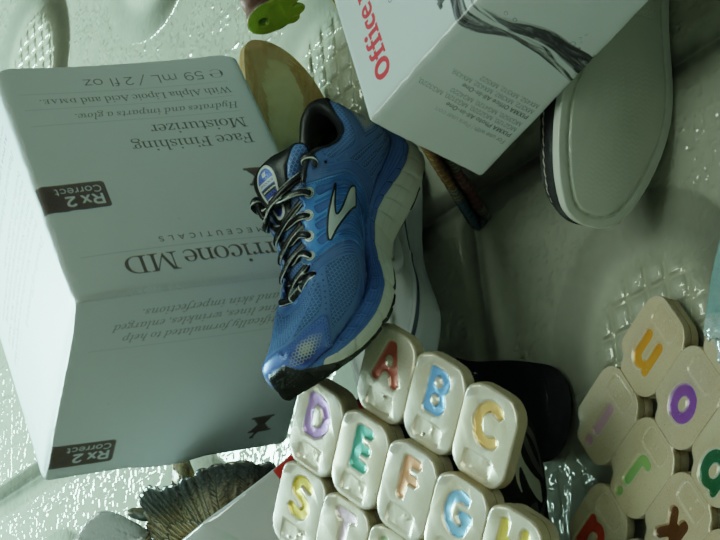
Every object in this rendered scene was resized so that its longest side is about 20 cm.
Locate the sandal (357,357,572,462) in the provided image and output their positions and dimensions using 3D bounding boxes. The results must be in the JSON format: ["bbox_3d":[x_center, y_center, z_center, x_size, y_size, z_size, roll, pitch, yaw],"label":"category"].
[{"bbox_3d":[0.047,0.082,1.141,0.200,0.043,0.077,-18,69,55],"label":"sandal"}]

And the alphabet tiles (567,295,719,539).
[{"bbox_3d":[0.174,0.110,0.964,0.196,0.015,0.201,-62,38,29],"label":"alphabet tiles"}]

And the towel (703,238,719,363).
[{"bbox_3d":[0.240,-0.039,0.856,0.171,0.048,0.202,13,91,54],"label":"towel"}]

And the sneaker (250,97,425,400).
[{"bbox_3d":[-0.029,-0.016,1.062,0.078,0.089,0.201,-35,29,39],"label":"sneaker"}]

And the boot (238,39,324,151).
[{"bbox_3d":[-0.072,-0.042,1.326,0.144,0.070,0.202,-48,50,41],"label":"boot"}]

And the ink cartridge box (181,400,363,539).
[{"bbox_3d":[-0.017,0.190,1.126,0.161,0.050,0.200,51,130,3],"label":"ink cartridge box"}]

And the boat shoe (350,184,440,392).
[{"bbox_3d":[0.000,0.000,1.175,0.074,0.065,0.201,-45,36,35],"label":"boat shoe"}]

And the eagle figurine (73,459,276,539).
[{"bbox_3d":[-0.081,0.182,1.251,0.152,0.151,0.200,-62,28,-5],"label":"eagle figurine"}]

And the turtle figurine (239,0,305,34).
[{"bbox_3d":[-0.086,-0.251,1.340,0.162,0.064,0.201,-111,19,-46],"label":"turtle figurine"}]

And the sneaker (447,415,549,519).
[{"bbox_3d":[0.090,0.165,1.027,0.082,0.070,0.201,-6,91,55],"label":"sneaker"}]

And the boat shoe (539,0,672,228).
[{"bbox_3d":[0.124,-0.120,1.034,0.060,0.073,0.202,-6,76,57],"label":"boat shoe"}]

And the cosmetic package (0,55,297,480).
[{"bbox_3d":[-0.136,-0.005,1.204,0.166,0.164,0.201,107,146,-43],"label":"cosmetic package"}]

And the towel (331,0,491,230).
[{"bbox_3d":[0.013,-0.128,1.134,0.022,0.147,0.201,-32,66,5],"label":"towel"}]

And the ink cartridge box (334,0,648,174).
[{"bbox_3d":[0.077,-0.173,0.992,0.200,0.083,0.146,-46,40,30],"label":"ink cartridge box"}]

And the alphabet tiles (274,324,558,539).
[{"bbox_3d":[0.023,0.139,1.023,0.200,0.015,0.197,30,113,45],"label":"alphabet tiles"}]
